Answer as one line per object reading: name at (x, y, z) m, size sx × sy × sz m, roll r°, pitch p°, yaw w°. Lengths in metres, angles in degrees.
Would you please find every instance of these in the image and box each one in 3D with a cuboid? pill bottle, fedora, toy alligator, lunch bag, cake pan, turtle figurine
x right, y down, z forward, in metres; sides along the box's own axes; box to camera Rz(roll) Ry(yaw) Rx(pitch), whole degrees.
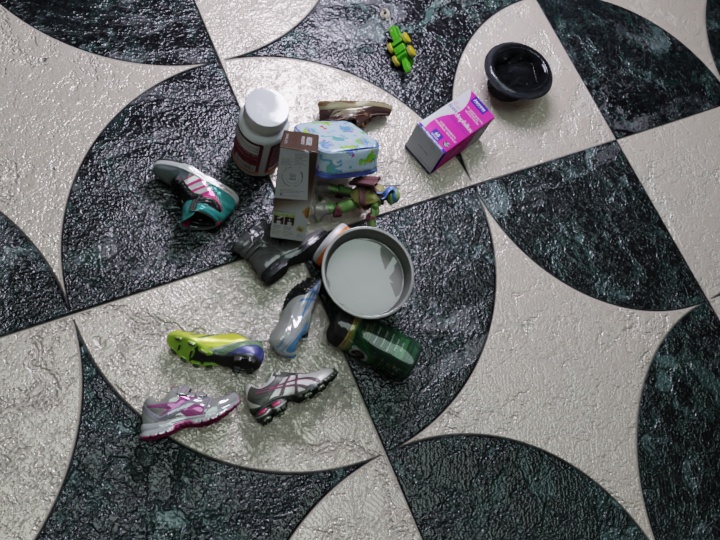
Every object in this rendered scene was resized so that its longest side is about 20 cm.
pill bottle at (-0.220, -0.305, 1.524) m, size 0.113 × 0.200 × 0.116 m, roll 6°, pitch 67°, yaw -14°
fedora at (0.412, -0.517, 1.853) m, size 0.198 × 0.092 × 0.203 m, roll 6°, pitch 68°, yaw -14°
pill bottle at (0.000, 0.000, 1.518) m, size 0.200 × 0.110 × 0.110 m, roll 41°, pitch 64°, yaw 3°
toy alligator at (0.104, -0.603, 1.822) m, size 0.054 × 0.059 × 0.202 m, roll 11°, pitch 56°, yaw -58°
lunch bag at (-0.062, -0.278, 1.574) m, size 0.159 × 0.083 × 0.200 m, roll -10°, pitch 33°, yaw -27°
cake pan at (0.013, 0.008, 1.439) m, size 0.198 × 0.037 × 0.203 m, roll 4°, pitch 71°, yaw -12°
turtle figurine at (-0.003, -0.144, 1.596) m, size 0.191 × 0.200 × 0.146 m, roll 2°, pitch 90°, yaw 6°

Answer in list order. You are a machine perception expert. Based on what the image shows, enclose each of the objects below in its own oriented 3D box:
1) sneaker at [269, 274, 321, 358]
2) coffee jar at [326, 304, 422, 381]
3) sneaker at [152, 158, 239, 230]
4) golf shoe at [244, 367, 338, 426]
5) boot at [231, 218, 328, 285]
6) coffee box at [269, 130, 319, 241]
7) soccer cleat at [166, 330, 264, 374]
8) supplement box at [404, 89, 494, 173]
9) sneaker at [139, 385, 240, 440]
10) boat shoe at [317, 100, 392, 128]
sneaker at (-0.131, 0.096, 1.474) m, size 0.073 × 0.071 × 0.201 m, roll 49°, pitch 51°, yaw -33°
coffee jar at (0.026, 0.152, 1.469) m, size 0.199 × 0.104 × 0.086 m, roll 29°, pitch 64°, yaw -4°
sneaker at (-0.375, -0.152, 1.488) m, size 0.198 × 0.084 × 0.122 m, roll 25°, pitch 55°, yaw -7°
golf shoe at (-0.139, 0.234, 1.406) m, size 0.198 × 0.077 × 0.089 m, roll -24°, pitch 70°, yaw -24°
boot at (-0.176, -0.070, 1.522) m, size 0.199 × 0.070 × 0.132 m, roll -35°, pitch 73°, yaw -32°
coffee box at (-0.140, -0.180, 1.459) m, size 0.079 × 0.202 × 0.115 m, roll 7°, pitch 29°, yaw -6°
soccer cleat at (-0.295, 0.156, 1.409) m, size 0.198 × 0.065 × 0.084 m, roll 14°, pitch 36°, yaw -6°
supplement box at (0.225, -0.350, 1.728) m, size 0.199 × 0.103 × 0.101 m, roll -37°, pitch 82°, yaw -27°
sneaker at (-0.333, 0.261, 1.334) m, size 0.198 × 0.081 × 0.089 m, roll -11°, pitch 74°, yaw -21°
boat shoe at (-0.012, -0.381, 1.698) m, size 0.198 × 0.072 × 0.073 m, roll -6°, pitch 101°, yaw -29°
